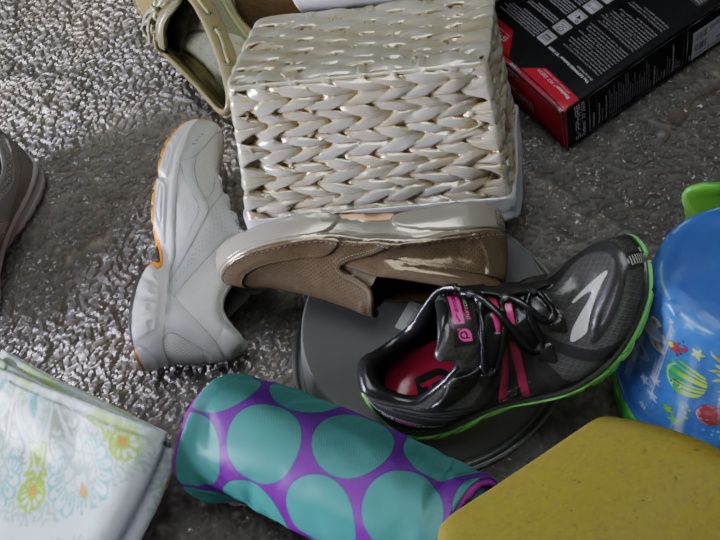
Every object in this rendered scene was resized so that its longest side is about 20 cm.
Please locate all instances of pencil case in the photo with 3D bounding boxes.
[{"bbox_3d":[-0.015,0.134,0.780,0.198,0.094,0.085,19,30,27],"label":"pencil case"}]

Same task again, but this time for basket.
[{"bbox_3d":[0.013,-0.112,0.891,0.196,0.125,0.136,-3,33,10],"label":"basket"}]

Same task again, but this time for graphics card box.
[{"bbox_3d":[0.195,-0.196,0.973,0.199,0.051,0.126,-36,56,-10],"label":"graphics card box"}]

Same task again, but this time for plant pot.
[{"bbox_3d":[0.142,0.198,0.645,0.194,0.195,0.200,-32,49,-9],"label":"plant pot"}]

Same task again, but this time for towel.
[{"bbox_3d":[-0.225,0.165,0.807,0.169,0.048,0.202,18,76,29],"label":"towel"}]

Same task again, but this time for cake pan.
[{"bbox_3d":[0.046,0.042,0.857,0.197,0.037,0.203,-6,56,9],"label":"cake pan"}]

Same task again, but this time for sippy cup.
[{"bbox_3d":[0.222,0.035,0.760,0.139,0.131,0.178,-32,58,-12],"label":"sippy cup"}]

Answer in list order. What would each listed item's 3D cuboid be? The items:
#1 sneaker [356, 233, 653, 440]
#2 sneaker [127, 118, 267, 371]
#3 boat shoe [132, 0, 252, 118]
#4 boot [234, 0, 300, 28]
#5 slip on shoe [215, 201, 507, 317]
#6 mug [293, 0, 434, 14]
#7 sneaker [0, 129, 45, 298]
[{"bbox_3d":[0.084,0.041,0.742,0.199,0.084,0.078,-32,55,19],"label":"sneaker"},{"bbox_3d":[-0.107,-0.018,0.919,0.090,0.076,0.203,3,65,5],"label":"sneaker"},{"bbox_3d":[-0.137,-0.191,1.024,0.063,0.074,0.201,-11,51,-43],"label":"boat shoe"},{"bbox_3d":[-0.009,-0.241,1.036,0.197,0.076,0.074,-15,51,0],"label":"boot"},{"bbox_3d":[0.000,0.000,0.834,0.196,0.076,0.062,-5,73,4],"label":"slip on shoe"},{"bbox_3d":[0.036,-0.277,0.914,0.151,0.149,0.190,4,93,21],"label":"mug"},{"bbox_3d":[-0.310,-0.024,0.954,0.073,0.082,0.202,3,58,15],"label":"sneaker"}]
